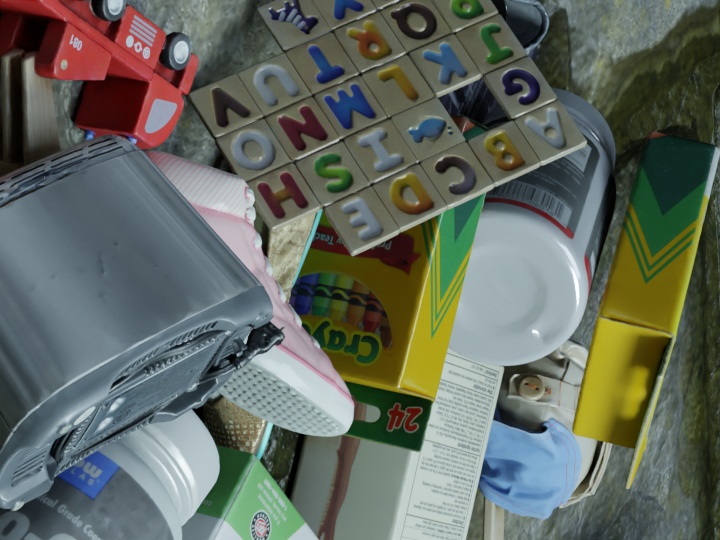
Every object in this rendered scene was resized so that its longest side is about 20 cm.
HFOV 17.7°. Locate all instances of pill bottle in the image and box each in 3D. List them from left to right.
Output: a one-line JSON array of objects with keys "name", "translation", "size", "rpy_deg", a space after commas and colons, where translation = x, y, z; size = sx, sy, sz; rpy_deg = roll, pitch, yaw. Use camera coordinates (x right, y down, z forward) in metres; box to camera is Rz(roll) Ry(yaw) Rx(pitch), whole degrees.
[{"name": "pill bottle", "translation": [-0.164, 0.150, 1.201], "size": [0.200, 0.114, 0.114], "rpy_deg": [-53, 139, -37]}, {"name": "pill bottle", "translation": [0.106, -0.035, 1.508], "size": [0.200, 0.114, 0.114], "rpy_deg": [-64, 150, -58]}]

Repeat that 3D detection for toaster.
[{"name": "toaster", "translation": [-0.139, 0.018, 1.154], "size": [0.200, 0.129, 0.114], "rpy_deg": [-29, 165, -38]}]

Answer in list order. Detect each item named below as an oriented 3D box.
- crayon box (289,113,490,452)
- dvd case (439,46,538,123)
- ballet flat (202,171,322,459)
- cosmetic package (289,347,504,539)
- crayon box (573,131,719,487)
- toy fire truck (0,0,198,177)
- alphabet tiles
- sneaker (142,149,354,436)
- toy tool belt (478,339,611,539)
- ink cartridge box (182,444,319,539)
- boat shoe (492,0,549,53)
[{"name": "crayon box", "translation": [0.000, 0.000, 1.405], "size": [0.051, 0.127, 0.201], "rpy_deg": [22, 79, -57]}, {"name": "dvd case", "translation": [0.055, -0.143, 1.555], "size": [0.200, 0.016, 0.149], "rpy_deg": [50, 58, -52]}, {"name": "ballet flat", "translation": [-0.073, 0.017, 1.371], "size": [0.065, 0.070, 0.201], "rpy_deg": [15, 82, -30]}, {"name": "cosmetic package", "translation": [0.016, 0.144, 1.507], "size": [0.103, 0.087, 0.201], "rpy_deg": [25, 77, -58]}, {"name": "crayon box", "translation": [0.183, 0.024, 1.504], "size": [0.127, 0.051, 0.200], "rpy_deg": [97, 10, -49]}, {"name": "toy fire truck", "translation": [-0.167, -0.089, 1.191], "size": [0.200, 0.049, 0.141], "rpy_deg": [35, 69, -56]}, {"name": "alphabet tiles", "translation": [0.008, -0.102, 1.355], "size": [0.200, 0.167, 0.008], "rpy_deg": [-25, 160, -21]}, {"name": "sneaker", "translation": [-0.068, 0.007, 1.301], "size": [0.200, 0.075, 0.105], "rpy_deg": [36, 63, -24]}, {"name": "toy tool belt", "translation": [0.110, 0.106, 1.606], "size": [0.123, 0.125, 0.200], "rpy_deg": [-59, 157, -27]}, {"name": "ink cartridge box", "translation": [-0.106, 0.219, 1.339], "size": [0.200, 0.084, 0.146], "rpy_deg": [-62, 143, -26]}, {"name": "boat shoe", "translation": [0.053, -0.151, 1.471], "size": [0.200, 0.068, 0.072], "rpy_deg": [-13, 110, -55]}]
